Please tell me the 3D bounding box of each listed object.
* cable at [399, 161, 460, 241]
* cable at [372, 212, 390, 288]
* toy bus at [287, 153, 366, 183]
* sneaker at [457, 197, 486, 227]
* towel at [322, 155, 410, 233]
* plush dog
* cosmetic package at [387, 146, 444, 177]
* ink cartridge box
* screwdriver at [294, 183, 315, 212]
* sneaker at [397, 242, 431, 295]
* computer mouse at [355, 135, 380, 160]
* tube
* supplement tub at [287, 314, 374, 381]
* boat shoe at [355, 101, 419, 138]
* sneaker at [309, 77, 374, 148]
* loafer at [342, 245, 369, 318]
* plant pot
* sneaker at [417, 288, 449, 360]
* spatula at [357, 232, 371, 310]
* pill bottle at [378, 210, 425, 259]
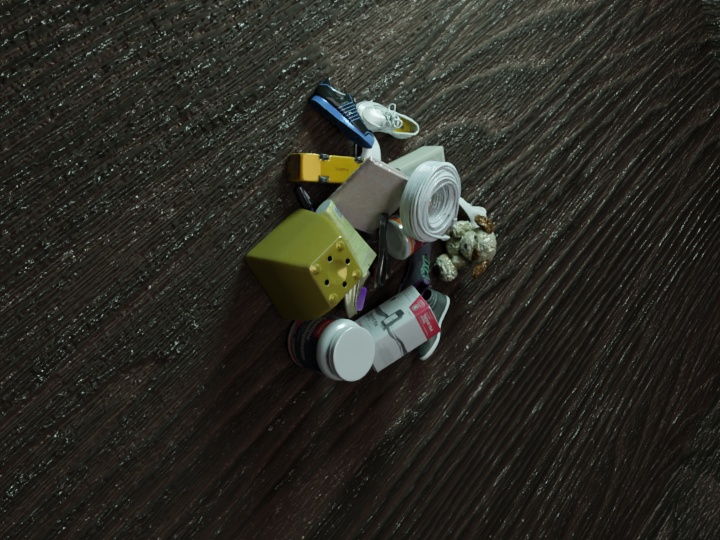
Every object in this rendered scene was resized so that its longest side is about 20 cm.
[{"bbox_3d":[0.175,-0.171,1.619,0.198,0.068,0.205,-9,117,-50],"label":"cable"},{"bbox_3d":[0.046,-0.045,1.679,0.098,0.049,0.204,-62,152,-50],"label":"cable"},{"bbox_3d":[-0.075,-0.244,1.585,0.196,0.077,0.067,-3,96,-38],"label":"toy bus"},{"bbox_3d":[0.319,-0.169,1.922,0.200,0.072,0.086,46,64,-44],"label":"sneaker"},{"bbox_3d":[0.023,-0.182,1.611,0.188,0.199,0.033,17,42,-43],"label":"towel"},{"bbox_3d":[0.313,-0.068,1.857,0.157,0.170,0.206,-2,97,-36],"label":"plush dog"},{"bbox_3d":[0.144,-0.253,1.741,0.198,0.072,0.106,-32,120,-43],"label":"cosmetic package"},{"bbox_3d":[0.087,0.146,1.676,0.197,0.146,0.084,-32,116,-2],"label":"ink cartridge box"},{"bbox_3d":[-0.107,-0.121,1.604,0.203,0.027,0.029,64,31,-21],"label":"screwdriver"},{"bbox_3d":[0.173,0.005,1.808,0.074,0.087,0.205,24,80,-37],"label":"sneaker"},{"bbox_3d":[0.021,-0.255,1.683,0.108,0.043,0.206,-6,99,-37],"label":"computer mouse"},{"bbox_3d":[-0.033,-0.080,1.592,0.058,0.052,0.201,-38,116,5],"label":"tube"},{"bbox_3d":[-0.072,0.179,1.560,0.138,0.198,0.145,-5,98,-37],"label":"supplement tub"},{"bbox_3d":[0.075,-0.384,1.685,0.199,0.085,0.077,14,87,-39],"label":"boat shoe"},{"bbox_3d":[-0.030,-0.384,1.601,0.199,0.070,0.079,37,77,-27],"label":"sneaker"},{"bbox_3d":[-0.010,0.018,1.654,0.066,0.076,0.206,3,89,-4],"label":"loafer"},{"bbox_3d":[-0.109,-0.006,1.510,0.195,0.198,0.197,-44,120,-25],"label":"plant pot"},{"bbox_3d":[0.180,0.143,1.846,0.098,0.070,0.204,33,69,-34],"label":"sneaker"},{"bbox_3d":[0.000,0.000,1.709,0.055,0.021,0.206,14,82,-14],"label":"spatula"},{"bbox_3d":[0.153,-0.125,1.760,0.198,0.113,0.116,-35,116,-30],"label":"pill bottle"}]
